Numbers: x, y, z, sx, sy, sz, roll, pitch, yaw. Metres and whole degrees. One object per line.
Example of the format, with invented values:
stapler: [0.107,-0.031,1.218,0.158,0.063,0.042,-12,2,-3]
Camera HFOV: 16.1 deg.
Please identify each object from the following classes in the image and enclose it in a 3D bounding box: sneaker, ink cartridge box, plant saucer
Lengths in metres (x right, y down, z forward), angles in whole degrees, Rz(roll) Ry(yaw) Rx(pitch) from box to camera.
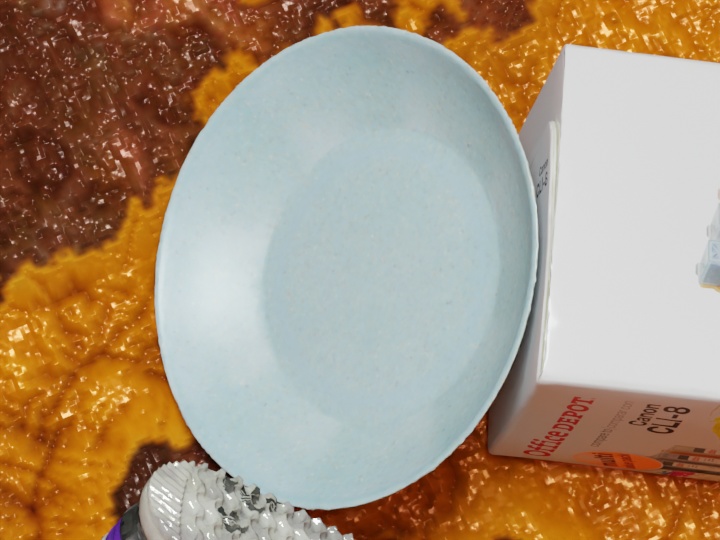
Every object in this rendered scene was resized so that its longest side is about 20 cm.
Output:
sneaker: [-0.029,0.159,1.039,0.199,0.100,0.070,33,28,-20]
ink cartridge box: [0.161,0.006,1.061,0.198,0.145,0.146,7,73,-3]
plant saucer: [0.000,0.000,1.060,0.200,0.039,0.203,-7,78,36]
